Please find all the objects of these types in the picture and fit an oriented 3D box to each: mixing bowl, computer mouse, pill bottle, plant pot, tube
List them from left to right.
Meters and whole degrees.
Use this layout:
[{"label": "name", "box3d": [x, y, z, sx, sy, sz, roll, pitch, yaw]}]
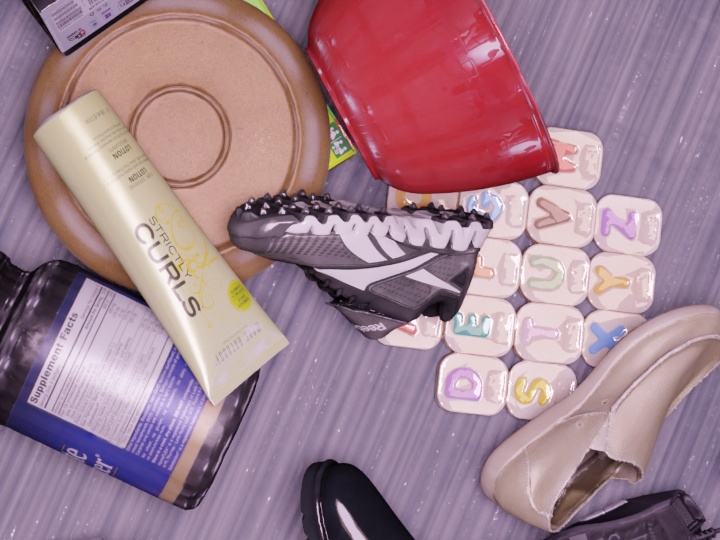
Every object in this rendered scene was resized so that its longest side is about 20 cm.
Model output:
[{"label": "pill bottle", "box3d": [-0.172, 0.062, 1.186, 0.199, 0.112, 0.113, 26, 85, -5]}, {"label": "tube", "box3d": [-0.123, -0.018, 1.153, 0.058, 0.052, 0.201, -35, 93, -1]}, {"label": "plant pot", "box3d": [-0.116, -0.085, 1.194, 0.198, 0.027, 0.202, 0, 88, -8]}, {"label": "mixing bowl", "box3d": [0.034, -0.124, 1.185, 0.108, 0.200, 0.201, -29, 92, 1]}, {"label": "computer mouse", "box3d": [0.205, 0.214, 1.265, 0.199, 0.046, 0.142, -24, 97, -7]}]

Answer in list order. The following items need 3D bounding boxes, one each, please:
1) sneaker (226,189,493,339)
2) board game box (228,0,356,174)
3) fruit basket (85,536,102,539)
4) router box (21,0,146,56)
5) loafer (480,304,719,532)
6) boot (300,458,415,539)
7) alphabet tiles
[{"label": "sneaker", "box3d": [0.000, 0.000, 1.194, 0.199, 0.066, 0.091, 3, 100, -39]}, {"label": "board game box", "box3d": [-0.099, -0.135, 1.235, 0.101, 0.048, 0.201, -32, 92, -7]}, {"label": "fruit basket", "box3d": [-0.182, 0.224, 1.134, 0.183, 0.200, 0.095, -11, 90, -7]}, {"label": "router box", "box3d": [-0.154, -0.254, 1.196, 0.199, 0.052, 0.158, -35, 62, -7]}, {"label": "loafer", "box3d": [0.173, 0.103, 1.242, 0.200, 0.076, 0.068, -40, 58, 1]}, {"label": "boot", "box3d": [0.067, 0.198, 1.198, 0.167, 0.076, 0.202, -18, 97, 22]}, {"label": "alphabet tiles", "box3d": [0.109, 0.000, 1.275, 0.194, 0.015, 0.202, 7, 87, -7]}]
